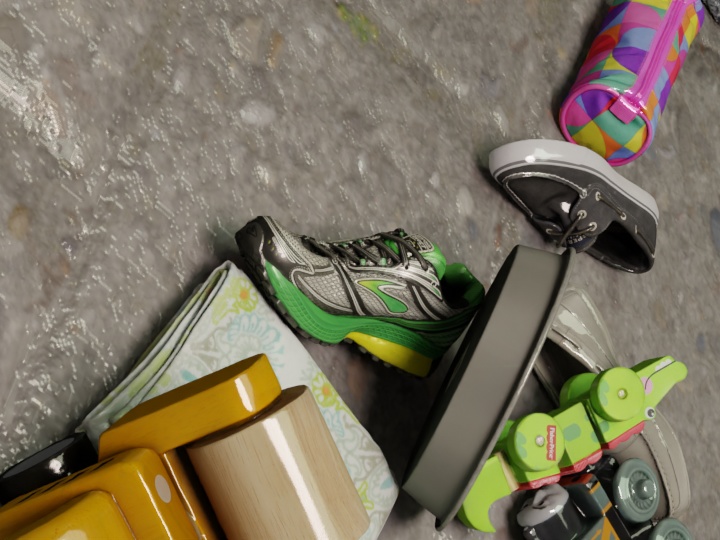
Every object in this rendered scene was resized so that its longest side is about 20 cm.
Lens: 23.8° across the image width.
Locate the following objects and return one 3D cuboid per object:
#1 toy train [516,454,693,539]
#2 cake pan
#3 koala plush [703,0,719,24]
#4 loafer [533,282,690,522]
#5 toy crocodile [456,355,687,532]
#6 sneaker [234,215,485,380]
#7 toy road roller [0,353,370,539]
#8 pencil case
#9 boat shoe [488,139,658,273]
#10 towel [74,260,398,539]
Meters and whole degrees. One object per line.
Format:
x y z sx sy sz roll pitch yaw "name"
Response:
0.186 0.225 1.228 0.114 0.085 0.201 -40 105 -39 "toy train"
0.079 0.069 1.100 0.036 0.201 0.201 26 49 1 "cake pan"
0.434 -0.320 1.637 0.184 0.199 0.178 48 44 -23 "koala plush"
0.178 0.107 1.279 0.070 0.070 0.201 -35 93 -44 "loafer"
0.146 0.114 1.190 0.199 0.067 0.062 -26 91 -25 "toy crocodile"
0.000 0.000 1.091 0.199 0.085 0.078 21 26 -46 "sneaker"
-0.106 0.141 0.843 0.124 0.198 0.146 64 18 -6 "toy road roller"
0.231 -0.176 1.440 0.089 0.088 0.201 49 45 -22 "pencil case"
0.171 -0.043 1.335 0.199 0.069 0.067 25 55 -49 "boat shoe"
-0.064 0.117 1.013 0.201 0.048 0.172 54 43 -18 "towel"
